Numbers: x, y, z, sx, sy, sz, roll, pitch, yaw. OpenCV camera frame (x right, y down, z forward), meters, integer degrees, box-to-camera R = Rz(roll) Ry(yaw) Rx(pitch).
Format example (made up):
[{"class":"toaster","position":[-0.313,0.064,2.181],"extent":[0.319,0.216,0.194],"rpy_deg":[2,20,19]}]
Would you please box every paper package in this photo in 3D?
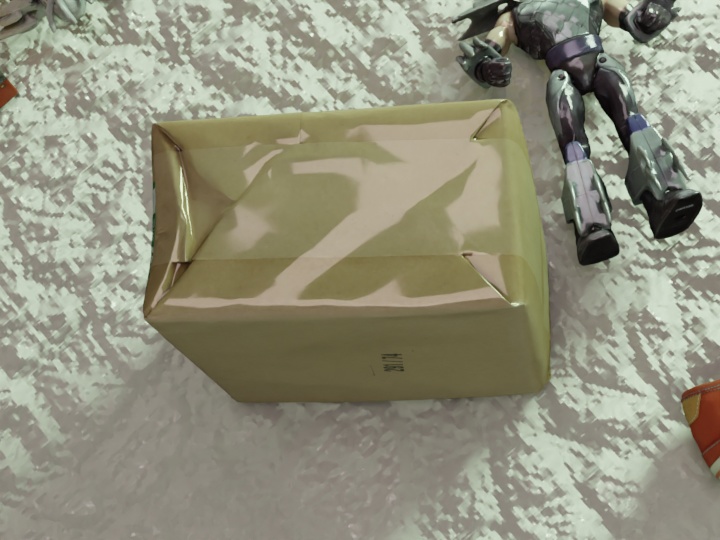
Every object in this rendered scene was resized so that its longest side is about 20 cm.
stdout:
[{"class":"paper package","position":[0.000,0.000,0.843],"extent":[0.190,0.200,0.104],"rpy_deg":[-3,74,8]}]

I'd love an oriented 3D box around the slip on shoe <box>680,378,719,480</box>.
[{"class":"slip on shoe","position":[0.256,0.034,0.867],"extent":[0.200,0.074,0.061],"rpy_deg":[-38,70,2]}]

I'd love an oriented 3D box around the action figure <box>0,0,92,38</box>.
[{"class":"action figure","position":[-0.209,-0.228,0.992],"extent":[0.130,0.069,0.201],"rpy_deg":[-27,69,6]}]

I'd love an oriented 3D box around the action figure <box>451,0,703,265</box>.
[{"class":"action figure","position":[0.128,-0.109,0.924],"extent":[0.130,0.069,0.201],"rpy_deg":[-21,70,7]}]

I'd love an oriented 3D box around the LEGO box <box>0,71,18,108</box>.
[{"class":"LEGO box","position":[-0.316,-0.088,0.936],"extent":[0.200,0.149,0.077],"rpy_deg":[-43,73,-5]}]
